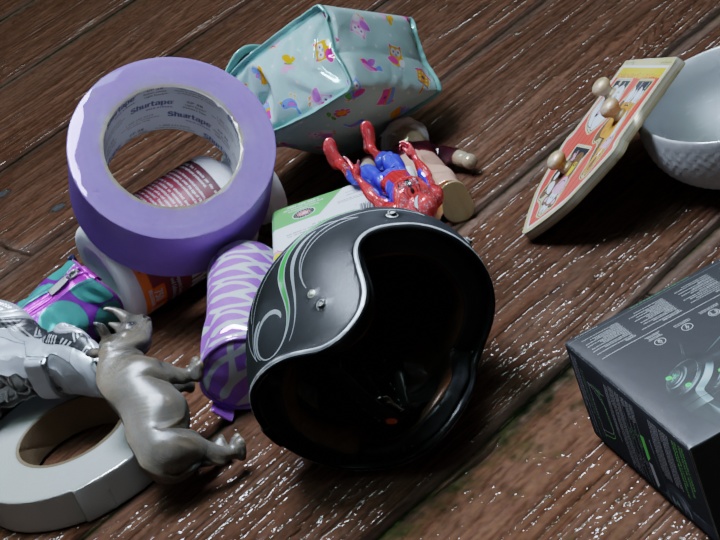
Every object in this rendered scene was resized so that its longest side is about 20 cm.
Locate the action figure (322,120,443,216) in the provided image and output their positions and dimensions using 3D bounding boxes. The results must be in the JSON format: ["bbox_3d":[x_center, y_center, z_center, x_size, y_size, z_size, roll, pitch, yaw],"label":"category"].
[{"bbox_3d":[0.024,-0.087,1.683,0.065,0.052,0.200,-21,30,-15],"label":"action figure"}]

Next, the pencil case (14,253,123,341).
[{"bbox_3d":[-0.334,0.069,1.803,0.200,0.092,0.085,-36,52,-21],"label":"pencil case"}]

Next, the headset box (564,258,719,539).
[{"bbox_3d":[0.274,0.085,1.316,0.174,0.093,0.200,-28,28,-11],"label":"headset box"}]

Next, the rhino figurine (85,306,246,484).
[{"bbox_3d":[-0.179,0.101,1.575,0.087,0.060,0.200,-15,54,-27],"label":"rhino figurine"}]

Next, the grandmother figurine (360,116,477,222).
[{"bbox_3d":[0.055,-0.103,1.862,0.121,0.061,0.200,4,23,-9],"label":"grandmother figurine"}]

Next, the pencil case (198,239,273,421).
[{"bbox_3d":[-0.109,0.048,1.687,0.086,0.084,0.200,-52,17,21],"label":"pencil case"}]

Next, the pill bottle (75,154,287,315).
[{"bbox_3d":[-0.178,-0.044,1.864,0.200,0.113,0.113,-33,29,-19],"label":"pill bottle"}]

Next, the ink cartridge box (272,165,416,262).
[{"bbox_3d":[0.000,0.000,1.681,0.145,0.084,0.200,-18,27,6],"label":"ink cartridge box"}]

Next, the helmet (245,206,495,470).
[{"bbox_3d":[0.006,0.045,1.487,0.200,0.200,0.191,-8,43,27],"label":"helmet"}]

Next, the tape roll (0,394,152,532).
[{"bbox_3d":[-0.252,0.156,1.646,0.203,0.037,0.203,-18,27,9],"label":"tape roll"}]

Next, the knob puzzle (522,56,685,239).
[{"bbox_3d":[0.205,-0.117,1.695,0.220,0.030,0.220,-52,9,12],"label":"knob puzzle"}]

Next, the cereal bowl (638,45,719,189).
[{"bbox_3d":[0.352,-0.132,1.654,0.200,0.083,0.200,-18,28,10],"label":"cereal bowl"}]

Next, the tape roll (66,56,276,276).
[{"bbox_3d":[-0.184,-0.101,1.782,0.200,0.085,0.200,3,63,-5],"label":"tape roll"}]

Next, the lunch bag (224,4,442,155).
[{"bbox_3d":[-0.046,-0.188,1.933,0.200,0.122,0.170,-29,-16,36],"label":"lunch bag"}]

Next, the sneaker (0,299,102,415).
[{"bbox_3d":[-0.306,0.102,1.670,0.200,0.075,0.115,19,60,39],"label":"sneaker"}]
